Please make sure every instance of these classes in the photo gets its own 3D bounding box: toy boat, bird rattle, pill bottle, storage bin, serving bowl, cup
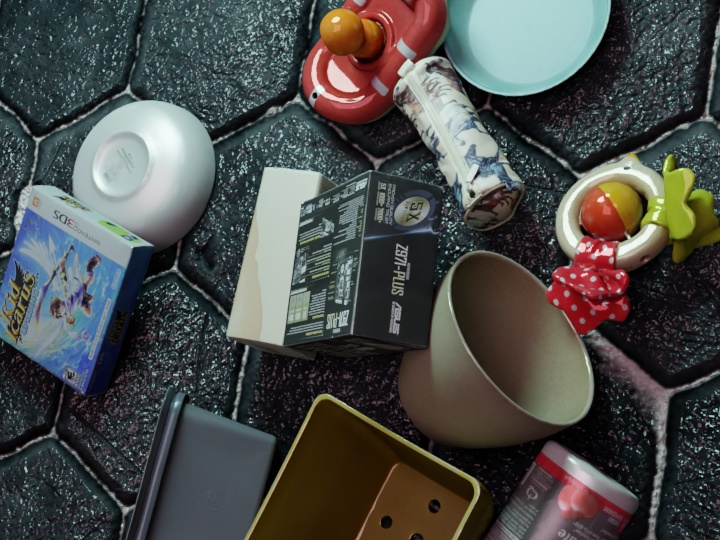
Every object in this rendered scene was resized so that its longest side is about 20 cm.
[{"bbox_3d":[0.000,-0.264,1.429,0.131,0.130,0.201,49,116,27],"label":"toy boat"},{"bbox_3d":[0.272,-0.037,1.307,0.199,0.113,0.164,-39,45,12],"label":"bird rattle"},{"bbox_3d":[0.180,0.281,1.241,0.110,0.111,0.201,33,91,26],"label":"pill bottle"},{"bbox_3d":[-0.176,0.247,1.396,0.133,0.146,0.202,16,82,-3],"label":"storage bin"},{"bbox_3d":[-0.283,-0.123,1.561,0.198,0.066,0.203,-6,75,22],"label":"serving bowl"},{"bbox_3d":[0.120,0.103,1.283,0.143,0.199,0.202,-41,63,35],"label":"cup"}]

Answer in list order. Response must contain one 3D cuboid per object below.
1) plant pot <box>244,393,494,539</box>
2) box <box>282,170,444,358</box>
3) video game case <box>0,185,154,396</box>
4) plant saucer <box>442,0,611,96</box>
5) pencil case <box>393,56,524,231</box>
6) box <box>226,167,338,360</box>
[{"bbox_3d":[0.026,0.271,1.268,0.199,0.176,0.202,26,87,29],"label":"plant pot"},{"bbox_3d":[0.000,0.000,1.294,0.085,0.200,0.166,11,79,-21],"label":"box"},{"bbox_3d":[-0.360,0.023,1.538,0.180,0.045,0.202,28,105,27],"label":"video game case"},{"bbox_3d":[0.190,-0.289,1.423,0.198,0.036,0.203,-6,75,22],"label":"plant saucer"},{"bbox_3d":[0.107,-0.145,1.392,0.077,0.089,0.201,-33,66,12],"label":"pencil case"},{"bbox_3d":[-0.081,-0.008,1.433,0.077,0.095,0.202,8,78,24],"label":"box"}]
